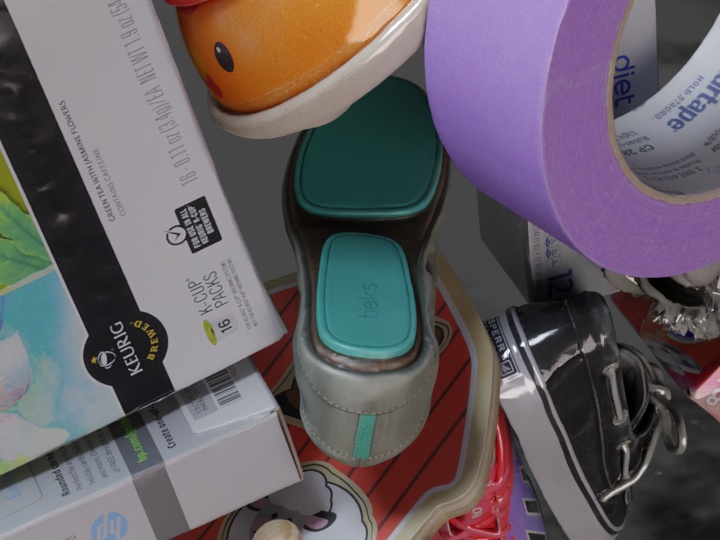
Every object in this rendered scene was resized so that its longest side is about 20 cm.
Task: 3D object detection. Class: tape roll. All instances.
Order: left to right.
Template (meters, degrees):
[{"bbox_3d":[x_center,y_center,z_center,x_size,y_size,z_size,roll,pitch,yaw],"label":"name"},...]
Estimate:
[{"bbox_3d":[0.119,-0.100,1.040,0.200,0.066,0.201,-24,130,-32],"label":"tape roll"}]

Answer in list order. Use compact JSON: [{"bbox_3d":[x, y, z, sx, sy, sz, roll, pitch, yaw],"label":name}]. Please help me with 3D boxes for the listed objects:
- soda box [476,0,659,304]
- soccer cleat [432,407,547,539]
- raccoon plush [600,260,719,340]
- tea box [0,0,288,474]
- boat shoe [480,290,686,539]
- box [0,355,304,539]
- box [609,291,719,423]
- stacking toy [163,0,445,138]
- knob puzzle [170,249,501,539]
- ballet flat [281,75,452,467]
[{"bbox_3d":[0.082,-0.087,1.160,0.063,0.068,0.200,-14,123,-12],"label":"soda box"},{"bbox_3d":[0.043,0.091,1.246,0.068,0.073,0.200,-26,126,-7],"label":"soccer cleat"},{"bbox_3d":[0.184,0.022,1.166,0.097,0.134,0.200,-53,140,-5],"label":"raccoon plush"},{"bbox_3d":[-0.161,-0.039,1.051,0.196,0.134,0.200,-26,125,-5],"label":"tea box"},{"bbox_3d":[0.102,0.061,1.221,0.068,0.074,0.199,-22,147,5],"label":"boat shoe"},{"bbox_3d":[-0.139,0.069,1.110,0.200,0.156,0.041,-23,124,-8],"label":"box"},{"bbox_3d":[0.220,0.049,1.279,0.100,0.096,0.200,-46,124,8],"label":"box"},{"bbox_3d":[-0.056,-0.160,1.037,0.146,0.146,0.200,-43,112,6],"label":"stacking toy"},{"bbox_3d":[-0.030,0.058,1.134,0.219,0.220,0.030,-32,129,-1],"label":"knob puzzle"},{"bbox_3d":[0.000,0.000,1.110,0.067,0.200,0.064,5,127,0],"label":"ballet flat"}]
